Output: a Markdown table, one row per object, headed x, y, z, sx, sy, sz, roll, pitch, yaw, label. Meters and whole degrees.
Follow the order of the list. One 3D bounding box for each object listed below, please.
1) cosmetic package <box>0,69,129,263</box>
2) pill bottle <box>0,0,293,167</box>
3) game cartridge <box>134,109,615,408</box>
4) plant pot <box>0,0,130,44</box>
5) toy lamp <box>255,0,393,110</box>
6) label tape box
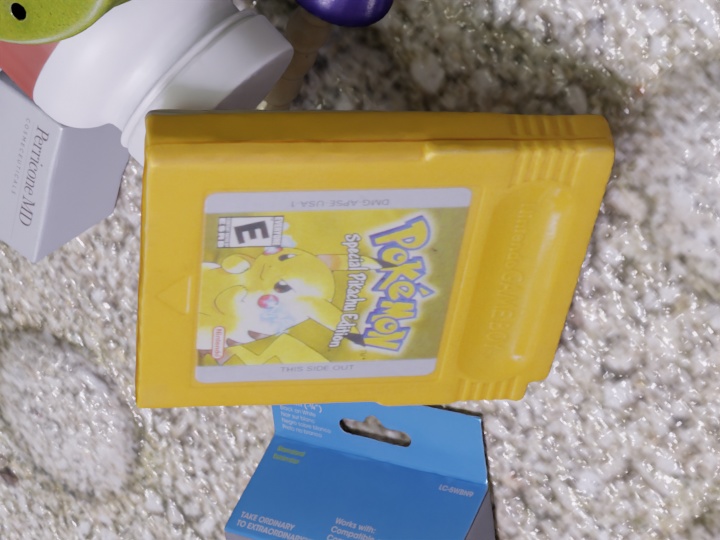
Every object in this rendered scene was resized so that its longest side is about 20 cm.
| x | y | z | sx | sy | sz | roll | pitch | yaw | label |
| --- | --- | --- | --- | --- | --- | --- | --- | --- | --- |
| -0.220 | -0.107 | 1.033 | 0.200 | 0.071 | 0.102 | 34 | 133 | 16 | cosmetic package |
| -0.129 | -0.138 | 0.841 | 0.200 | 0.112 | 0.112 | 44 | 135 | 3 | pill bottle |
| 0.000 | 0.000 | 0.852 | 0.199 | 0.033 | 0.177 | 0 | 139 | -8 | game cartridge |
| -0.093 | -0.186 | 0.696 | 0.200 | 0.193 | 0.201 | 20 | 137 | 20 | plant pot |
| -0.032 | -0.100 | 0.900 | 0.058 | 0.058 | 0.200 | 43 | 137 | 8 | toy lamp |
| 0.002 | 0.166 | 1.031 | 0.144 | 0.063 | 0.201 | 10 | 122 | 33 | label tape box |
